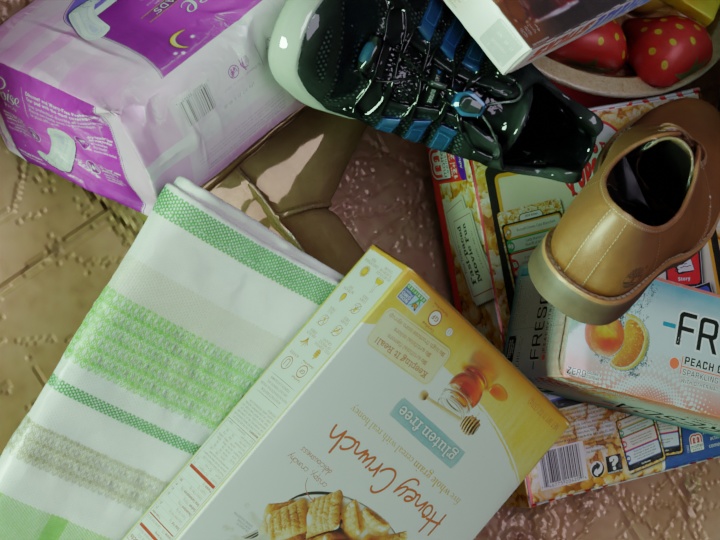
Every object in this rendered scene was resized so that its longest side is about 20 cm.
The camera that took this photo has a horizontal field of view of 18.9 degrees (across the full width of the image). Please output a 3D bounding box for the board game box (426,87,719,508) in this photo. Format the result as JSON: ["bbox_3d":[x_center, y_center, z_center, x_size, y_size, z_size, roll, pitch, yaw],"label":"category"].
[{"bbox_3d":[0.127,0.012,1.154,0.151,0.046,0.200,-10,92,-25],"label":"board game box"}]

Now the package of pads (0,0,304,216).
[{"bbox_3d":[-0.073,-0.117,1.028,0.200,0.120,0.076,-42,136,-27],"label":"package of pads"}]

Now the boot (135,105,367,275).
[{"bbox_3d":[0.000,0.000,1.092,0.175,0.066,0.200,-38,101,-15],"label":"boot"}]

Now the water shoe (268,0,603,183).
[{"bbox_3d":[0.043,-0.091,1.013,0.200,0.079,0.072,13,100,-50],"label":"water shoe"}]

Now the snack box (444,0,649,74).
[{"bbox_3d":[0.104,-0.154,1.064,0.072,0.024,0.200,51,39,7],"label":"snack box"}]

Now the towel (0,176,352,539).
[{"bbox_3d":[-0.088,0.069,0.997,0.149,0.031,0.200,32,92,-39],"label":"towel"}]

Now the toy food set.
[{"bbox_3d":[0.123,-0.186,1.164,0.200,0.049,0.198,29,58,-8],"label":"toy food set"}]

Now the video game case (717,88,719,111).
[{"bbox_3d":[0.238,-0.133,1.149,0.045,0.200,0.181,12,69,-4],"label":"video game case"}]

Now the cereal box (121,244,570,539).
[{"bbox_3d":[-0.009,0.106,1.023,0.200,0.040,0.144,-51,128,-4],"label":"cereal box"}]

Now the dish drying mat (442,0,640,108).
[{"bbox_3d":[0.111,-0.091,1.188,0.200,0.018,0.077,27,73,-23],"label":"dish drying mat"}]

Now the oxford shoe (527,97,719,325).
[{"bbox_3d":[0.151,-0.045,1.065,0.071,0.071,0.200,35,35,4],"label":"oxford shoe"}]

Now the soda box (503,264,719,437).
[{"bbox_3d":[0.176,0.048,1.111,0.200,0.068,0.064,16,79,-23],"label":"soda box"}]
